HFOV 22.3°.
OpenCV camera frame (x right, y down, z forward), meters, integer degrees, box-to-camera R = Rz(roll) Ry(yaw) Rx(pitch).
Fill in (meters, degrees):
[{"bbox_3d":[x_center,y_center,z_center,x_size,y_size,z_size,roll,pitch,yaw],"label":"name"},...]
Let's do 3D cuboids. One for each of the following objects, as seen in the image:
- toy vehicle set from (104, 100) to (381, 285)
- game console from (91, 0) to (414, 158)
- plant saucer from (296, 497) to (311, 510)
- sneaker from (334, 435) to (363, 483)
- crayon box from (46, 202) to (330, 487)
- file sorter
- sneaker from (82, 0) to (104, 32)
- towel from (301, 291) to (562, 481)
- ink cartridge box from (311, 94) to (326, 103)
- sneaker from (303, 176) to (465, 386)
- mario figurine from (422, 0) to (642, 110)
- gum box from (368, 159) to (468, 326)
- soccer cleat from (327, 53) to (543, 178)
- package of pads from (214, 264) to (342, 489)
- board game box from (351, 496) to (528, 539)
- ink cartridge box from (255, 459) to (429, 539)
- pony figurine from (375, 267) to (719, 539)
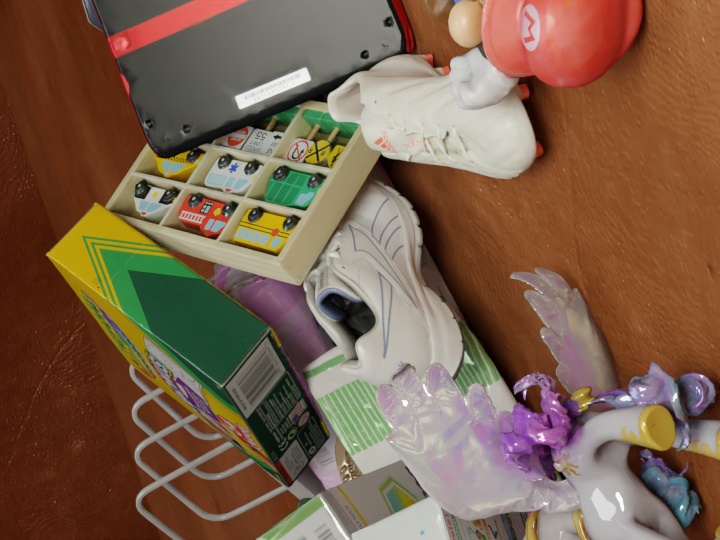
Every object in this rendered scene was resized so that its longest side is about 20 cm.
[{"bbox_3d":[-0.083,-0.065,1.267,0.199,0.125,0.027,14,157,45],"label":"toy vehicle set"},{"bbox_3d":[-0.083,-0.190,1.223,0.031,0.199,0.178,-43,-69,-76],"label":"game console"},{"bbox_3d":[0.017,0.245,1.288,0.200,0.036,0.200,44,-173,-7],"label":"plant saucer"},{"bbox_3d":[0.053,0.191,1.377,0.200,0.070,0.109,49,179,3],"label":"sneaker"},{"bbox_3d":[-0.120,0.057,1.321,0.172,0.058,0.200,33,164,25],"label":"crayon box"},{"bbox_3d":[-0.114,0.123,1.536,0.139,0.124,0.201,46,-157,-40],"label":"file sorter"},{"bbox_3d":[-0.126,-0.244,1.276,0.077,0.145,0.204,-38,-43,-76],"label":"sneaker"},{"bbox_3d":[0.056,0.126,1.274,0.152,0.023,0.201,-32,87,38],"label":"towel"},{"bbox_3d":[-0.076,-0.157,1.369,0.200,0.040,0.201,-155,69,-66],"label":"ink cartridge box"},{"bbox_3d":[0.000,0.000,1.220,0.075,0.087,0.200,-53,44,27],"label":"sneaker"},{"bbox_3d":[0.061,-0.145,0.935,0.123,0.106,0.200,38,-173,-26],"label":"mario figurine"},{"bbox_3d":[0.015,0.021,1.377,0.201,0.066,0.114,63,162,19],"label":"gum box"},{"bbox_3d":[0.045,-0.090,1.118,0.200,0.077,0.070,33,141,64],"label":"soccer cleat"},{"bbox_3d":[-0.045,0.072,1.475,0.200,0.075,0.121,56,-164,-18],"label":"package of pads"},{"bbox_3d":[0.085,0.221,1.112,0.200,0.064,0.148,22,-134,-61],"label":"board game box"},{"bbox_3d":[0.021,0.186,1.189,0.104,0.059,0.200,57,-159,11],"label":"ink cartridge box"},{"bbox_3d":[0.126,0.105,1.021,0.200,0.166,0.194,-11,109,58],"label":"pony figurine"}]
